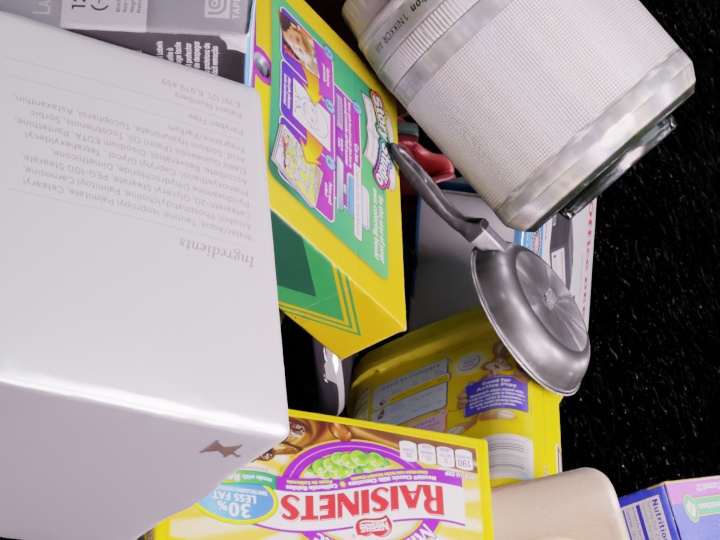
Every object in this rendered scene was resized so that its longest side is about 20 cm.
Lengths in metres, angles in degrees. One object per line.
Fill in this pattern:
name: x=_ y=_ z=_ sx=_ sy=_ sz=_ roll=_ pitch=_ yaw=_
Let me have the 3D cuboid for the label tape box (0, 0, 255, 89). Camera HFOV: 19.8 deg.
label tape box: x=-0.155 y=-0.119 z=1.086 sx=0.143 sy=0.199 sz=0.067 roll=101 pitch=-11 yaw=-67

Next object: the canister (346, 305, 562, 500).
canister: x=0.059 y=0.121 z=1.319 sx=0.087 sy=0.148 sz=0.200 roll=59 pitch=18 yaw=-26

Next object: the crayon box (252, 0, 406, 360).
crayon box: x=-0.043 y=-0.074 z=1.266 sx=0.173 sy=0.058 sz=0.201 roll=43 pitch=33 yaw=-40

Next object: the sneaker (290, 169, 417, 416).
sneaker: x=0.000 y=0.000 z=1.374 sx=0.082 sy=0.072 sz=0.201 roll=5 pitch=69 yaw=-12

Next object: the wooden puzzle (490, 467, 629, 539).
wooden puzzle: x=0.083 y=0.227 z=1.231 sx=0.046 sy=0.184 sz=0.201 roll=-86 pitch=160 yaw=-62

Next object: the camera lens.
camera lens: x=0.105 y=-0.138 z=1.336 sx=0.200 sy=0.160 sz=0.160 roll=49 pitch=29 yaw=3

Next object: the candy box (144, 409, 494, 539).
candy box: x=-0.021 y=0.128 z=1.149 sx=0.199 sy=0.026 sz=0.103 roll=10 pitch=56 yaw=-17

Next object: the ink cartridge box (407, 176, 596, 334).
ink cartridge box: x=0.107 y=0.006 z=1.510 sx=0.200 sy=0.083 sz=0.146 roll=-19 pitch=113 yaw=-68

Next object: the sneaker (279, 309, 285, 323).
sneaker: x=-0.061 y=-0.015 z=1.345 sx=0.089 sy=0.076 sz=0.201 roll=57 pitch=31 yaw=-49

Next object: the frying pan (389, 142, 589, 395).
frying pan: x=0.095 y=-0.006 z=1.340 sx=0.115 sy=0.031 sz=0.191 roll=0 pitch=60 yaw=-62

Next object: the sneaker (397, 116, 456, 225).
sneaker: x=-0.006 y=-0.095 z=1.467 sx=0.200 sy=0.086 sz=0.074 roll=30 pitch=44 yaw=-47

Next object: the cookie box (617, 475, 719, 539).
cookie box: x=0.169 y=0.206 z=1.423 sx=0.171 sy=0.199 sz=0.076 roll=6 pitch=64 yaw=-58

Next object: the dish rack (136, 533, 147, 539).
dish rack: x=-0.091 y=0.164 z=1.182 sx=0.172 sy=0.043 sz=0.200 roll=56 pitch=30 yaw=-16

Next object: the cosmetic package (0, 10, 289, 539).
cosmetic package: x=-0.152 y=0.011 z=1.025 sx=0.166 sy=0.167 sz=0.201 roll=14 pitch=55 yaw=-34

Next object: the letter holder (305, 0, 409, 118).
letter holder: x=-0.014 y=-0.208 z=1.478 sx=0.200 sy=0.142 sz=0.101 roll=44 pitch=36 yaw=-34
